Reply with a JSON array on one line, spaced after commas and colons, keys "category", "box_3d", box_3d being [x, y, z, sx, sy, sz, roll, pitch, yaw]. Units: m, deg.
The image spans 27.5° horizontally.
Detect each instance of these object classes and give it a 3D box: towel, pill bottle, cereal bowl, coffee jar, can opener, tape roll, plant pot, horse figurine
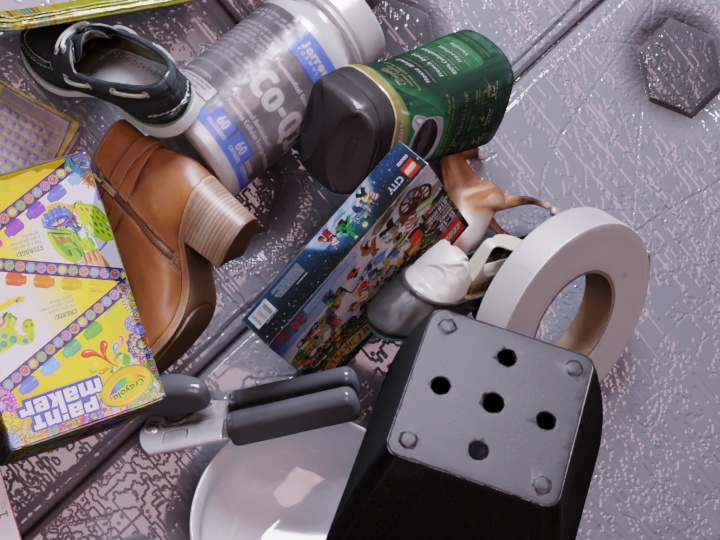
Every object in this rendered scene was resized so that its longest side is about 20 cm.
[{"category": "towel", "box_3d": [-0.344, -0.076, 1.252, 0.143, 0.023, 0.202, 32, 76, -11]}, {"category": "pill bottle", "box_3d": [-0.079, -0.165, 1.289, 0.200, 0.114, 0.114, -42, 96, -15]}, {"category": "cereal bowl", "box_3d": [-0.048, 0.229, 1.255, 0.197, 0.084, 0.202, 3, 56, -4]}, {"category": "coffee jar", "box_3d": [0.039, -0.139, 1.281, 0.199, 0.105, 0.085, -23, 54, -41]}, {"category": "can opener", "box_3d": [-0.098, 0.115, 1.239, 0.197, 0.053, 0.067, -9, 127, 7]}, {"category": "towel", "box_3d": [-0.232, -0.230, 1.260, 0.198, 0.086, 0.018, -14, 110, -22]}, {"category": "tape roll", "box_3d": [0.181, 0.040, 1.318, 0.201, 0.037, 0.205, -26, 131, -32]}, {"category": "plant pot", "box_3d": [0.091, 0.149, 1.165, 0.197, 0.178, 0.202, 18, 57, 7]}, {"category": "horse figurine", "box_3d": [0.103, -0.020, 1.360, 0.132, 0.050, 0.202, 30, 75, -17]}]

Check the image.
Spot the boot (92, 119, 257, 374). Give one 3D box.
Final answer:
[{"category": "boot", "box_3d": [-0.192, -0.014, 1.257, 0.155, 0.077, 0.201, 36, 116, 14]}]

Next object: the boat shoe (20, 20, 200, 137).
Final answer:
[{"category": "boat shoe", "box_3d": [-0.216, -0.178, 1.226, 0.198, 0.061, 0.076, 22, 66, 28]}]

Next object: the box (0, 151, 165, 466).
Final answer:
[{"category": "box", "box_3d": [-0.250, 0.038, 1.145, 0.121, 0.200, 0.195, -17, 85, -19]}]

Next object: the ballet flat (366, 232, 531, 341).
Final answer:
[{"category": "ballet flat", "box_3d": [0.088, 0.003, 1.275, 0.198, 0.069, 0.068, -17, 47, -38]}]

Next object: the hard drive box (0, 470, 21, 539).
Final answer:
[{"category": "hard drive box", "box_3d": [-0.319, 0.164, 1.141, 0.076, 0.200, 0.158, -16, 89, -16]}]

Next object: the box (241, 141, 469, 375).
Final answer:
[{"category": "box", "box_3d": [0.000, 0.000, 1.264, 0.038, 0.137, 0.200, 40, 88, 28]}]

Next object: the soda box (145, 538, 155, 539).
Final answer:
[{"category": "soda box", "box_3d": [-0.252, 0.283, 1.214, 0.198, 0.070, 0.064, -16, 89, -17]}]
